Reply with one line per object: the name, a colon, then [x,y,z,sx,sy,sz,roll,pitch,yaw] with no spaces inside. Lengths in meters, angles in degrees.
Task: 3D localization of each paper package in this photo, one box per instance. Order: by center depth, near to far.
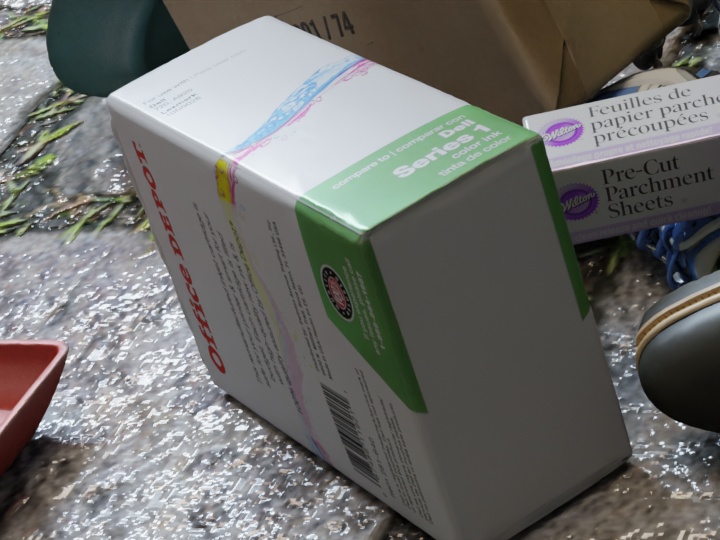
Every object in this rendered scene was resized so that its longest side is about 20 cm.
paper package: [0.009,-0.140,1.169,0.103,0.191,0.200,-38,14,-36]

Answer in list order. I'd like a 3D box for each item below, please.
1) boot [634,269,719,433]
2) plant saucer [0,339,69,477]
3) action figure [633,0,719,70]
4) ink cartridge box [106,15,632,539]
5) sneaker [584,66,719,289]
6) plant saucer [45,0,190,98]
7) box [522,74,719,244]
boot: [0.174,0.063,0.916,0.200,0.078,0.138,-2,39,29]
plant saucer: [-0.241,0.100,1.127,0.200,0.037,0.200,0,35,29]
action figure: [0.193,-0.126,1.186,0.119,0.102,0.200,-26,27,-35]
ink cartridge box: [0.000,0.000,1.042,0.084,0.145,0.200,-30,31,-20]
sneaker: [0.140,-0.027,1.076,0.077,0.076,0.200,-32,31,-30]
plant saucer: [-0.066,-0.154,1.329,0.200,0.200,0.036,-36,67,-27]
box: [0.162,-0.053,1.018,0.200,0.041,0.039,-11,39,4]
